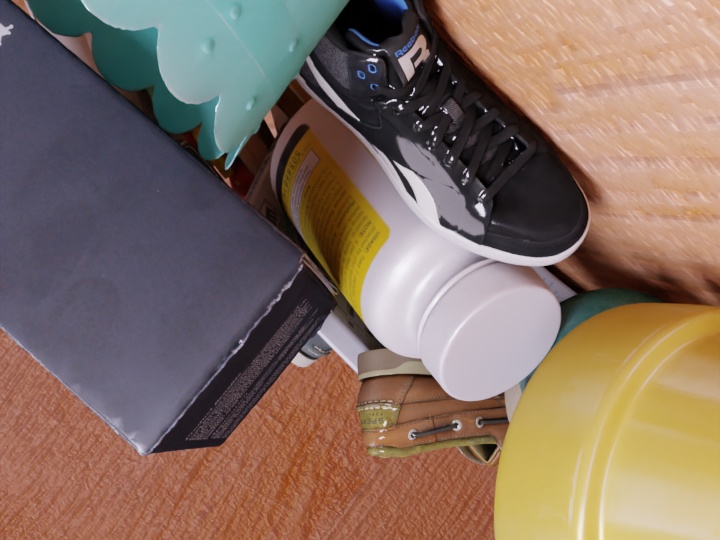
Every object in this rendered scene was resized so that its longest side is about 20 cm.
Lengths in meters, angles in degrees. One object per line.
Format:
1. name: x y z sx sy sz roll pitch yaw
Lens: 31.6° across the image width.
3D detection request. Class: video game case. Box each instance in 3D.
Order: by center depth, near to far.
1. video game case: 0.000 0.000 0.896 0.200 0.022 0.183 45 -154 -16

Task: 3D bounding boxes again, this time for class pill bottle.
1. pill bottle: 0.033 -0.019 0.766 0.111 0.111 0.201 46 -175 -49

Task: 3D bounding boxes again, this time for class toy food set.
1. toy food set: -0.122 -0.140 0.962 0.199 0.048 0.201 54 -174 -44

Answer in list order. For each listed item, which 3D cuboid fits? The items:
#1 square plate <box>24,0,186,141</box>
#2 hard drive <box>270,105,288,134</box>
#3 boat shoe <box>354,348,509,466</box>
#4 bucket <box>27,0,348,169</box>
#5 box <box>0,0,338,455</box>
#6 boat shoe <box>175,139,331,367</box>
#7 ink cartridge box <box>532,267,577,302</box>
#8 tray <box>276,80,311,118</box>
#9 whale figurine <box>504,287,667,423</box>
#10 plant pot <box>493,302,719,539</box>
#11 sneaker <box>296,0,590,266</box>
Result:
1. square plate: -0.167 -0.119 0.927 0.200 0.028 0.200 -89 -23 -73
2. hard drive: -0.014 -0.050 1.034 0.132 0.027 0.201 44 -161 -39
3. boat shoe: 0.084 0.095 0.825 0.197 0.069 0.072 6 165 -24
4. bucket: -0.088 -0.160 0.552 0.206 0.135 0.207 40 174 5
5. box: -0.126 -0.013 0.673 0.199 0.124 0.197 40 176 7
6. boat shoe: -0.070 -0.020 0.905 0.201 0.061 0.073 54 -158 -23
7. ink cartridge box: 0.124 0.022 1.006 0.200 0.043 0.196 42 176 14
8. tray: -0.036 -0.131 0.946 0.200 0.037 0.098 46 173 -34
9. whale figurine: 0.168 0.101 0.742 0.157 0.104 0.202 -1 -122 -31
10. plant pot: 0.194 0.120 0.593 0.201 0.202 0.188 43 160 -25
11. sneaker: 0.037 -0.080 0.645 0.199 0.073 0.112 39 171 7
